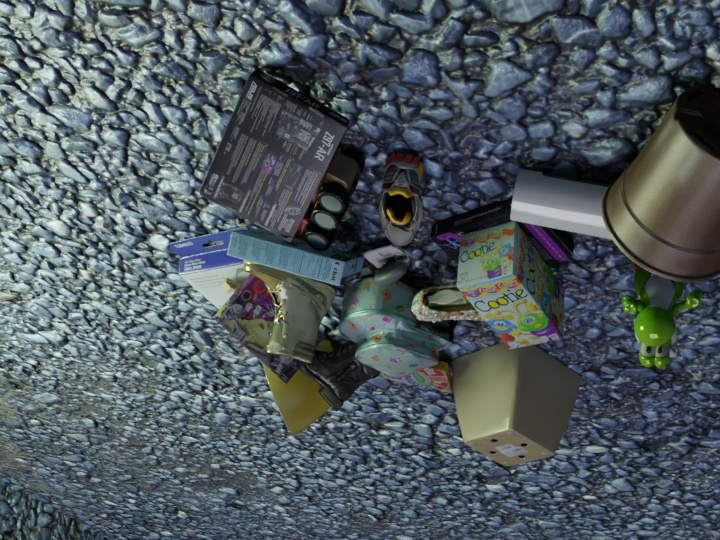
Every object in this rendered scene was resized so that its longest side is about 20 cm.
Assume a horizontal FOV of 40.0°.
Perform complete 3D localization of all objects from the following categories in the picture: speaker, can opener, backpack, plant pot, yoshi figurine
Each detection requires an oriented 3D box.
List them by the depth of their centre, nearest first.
[{"bbox_3d":[0.453,-0.125,1.325,0.196,0.203,0.200,13,140,-3],"label":"plant pot"},{"bbox_3d":[0.324,-0.096,1.479,0.196,0.082,0.082,11,149,14],"label":"speaker"},{"bbox_3d":[0.471,0.051,1.566,0.111,0.203,0.112,30,145,-26],"label":"yoshi figurine"},{"bbox_3d":[0.000,0.000,1.767,0.198,0.068,0.053,-16,139,37],"label":"can opener"},{"bbox_3d":[0.058,0.102,1.834,0.198,0.155,0.175,32,149,-23],"label":"backpack"},{"bbox_3d":[0.306,0.278,1.997,0.199,0.180,0.198,33,143,-29],"label":"plant pot"},{"bbox_3d":[-0.110,0.221,2.061,0.140,0.202,0.201,-21,144,0],"label":"plant pot"}]

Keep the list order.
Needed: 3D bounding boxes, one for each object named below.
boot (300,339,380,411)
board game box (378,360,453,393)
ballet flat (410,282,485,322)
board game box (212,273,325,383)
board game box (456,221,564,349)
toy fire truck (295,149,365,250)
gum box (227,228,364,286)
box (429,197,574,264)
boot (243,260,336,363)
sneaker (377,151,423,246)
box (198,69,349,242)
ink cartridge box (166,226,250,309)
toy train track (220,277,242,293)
[{"bbox_3d":[-0.036,0.160,1.962,0.201,0.174,0.069,52,170,-14],"label":"boot"},{"bbox_3d":[0.094,0.205,2.069,0.197,0.030,0.096,13,150,23],"label":"board game box"},{"bbox_3d":[0.187,0.052,1.739,0.196,0.077,0.064,-11,160,-5],"label":"ballet flat"},{"bbox_3d":[-0.167,0.106,1.844,0.200,0.121,0.032,46,167,-30],"label":"board game box"},{"bbox_3d":[0.249,0.028,1.624,0.103,0.104,0.200,-14,139,30],"label":"board game box"},{"bbox_3d":[-0.115,-0.131,1.569,0.197,0.130,0.177,26,148,0],"label":"toy fire truck"},{"bbox_3d":[-0.105,-0.025,1.677,0.196,0.045,0.170,16,-174,10],"label":"gum box"},{"bbox_3d":[0.233,-0.052,1.642,0.198,0.037,0.143,-17,137,36],"label":"box"},{"bbox_3d":[-0.144,0.072,1.783,0.198,0.157,0.072,26,168,-35],"label":"boot"},{"bbox_3d":[0.058,-0.098,1.582,0.076,0.083,0.201,7,148,8],"label":"sneaker"},{"bbox_3d":[-0.127,-0.166,1.452,0.158,0.044,0.202,26,113,-3],"label":"box"},{"bbox_3d":[-0.241,0.004,1.879,0.197,0.041,0.200,-10,142,31],"label":"ink cartridge box"},{"bbox_3d":[-0.175,0.066,1.886,0.198,0.033,0.114,24,147,-25],"label":"toy train track"}]
